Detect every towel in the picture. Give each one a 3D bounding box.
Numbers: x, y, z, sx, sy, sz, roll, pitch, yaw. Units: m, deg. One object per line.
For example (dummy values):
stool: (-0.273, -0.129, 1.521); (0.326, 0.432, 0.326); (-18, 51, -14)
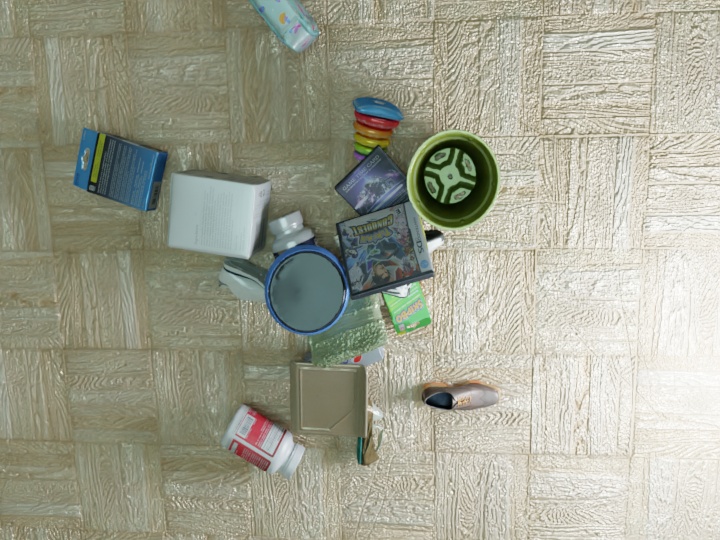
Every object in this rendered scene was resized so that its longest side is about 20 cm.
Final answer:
towel: (-0.036, 0.133, 1.511); (0.194, 0.036, 0.153); (-19, 74, 15)

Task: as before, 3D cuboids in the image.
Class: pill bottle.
pill bottle: (-0.145, -0.031, 1.530); (0.108, 0.111, 0.206); (-19, 98, 9)
pill bottle: (-0.242, 0.433, 1.626); (0.196, 0.112, 0.114); (31, 102, 0)

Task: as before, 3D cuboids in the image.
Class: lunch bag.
lunch bag: (-0.175, -0.575, 1.412); (0.076, 0.161, 0.201); (-37, 101, 16)

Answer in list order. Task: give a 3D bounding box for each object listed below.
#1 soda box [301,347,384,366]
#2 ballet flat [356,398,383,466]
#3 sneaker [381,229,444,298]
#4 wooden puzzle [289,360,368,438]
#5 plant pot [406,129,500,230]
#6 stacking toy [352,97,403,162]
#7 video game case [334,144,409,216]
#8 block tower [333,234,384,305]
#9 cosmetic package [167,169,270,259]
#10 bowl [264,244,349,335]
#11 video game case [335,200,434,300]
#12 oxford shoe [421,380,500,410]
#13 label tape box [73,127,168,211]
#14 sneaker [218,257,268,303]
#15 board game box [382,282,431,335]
soda box: (-0.042, 0.210, 1.588); (0.195, 0.064, 0.070); (-22, 100, 9)
ballet flat: (0.023, 0.388, 1.620); (0.070, 0.068, 0.207); (-6, 101, -14)
sneaker: (0.115, -0.011, 1.515); (0.195, 0.076, 0.118); (-24, 113, 3)
wooden puzzle: (-0.076, 0.309, 1.569); (0.193, 0.037, 0.192); (3, 106, 9)
plant pot: (0.199, -0.203, 1.425); (0.193, 0.184, 0.208); (1, 102, 5)
stacking toy: (0.023, -0.282, 1.482); (0.112, 0.110, 0.206); (7, 113, -10)
video game case: (0.056, -0.168, 1.491); (0.142, 0.019, 0.200); (-39, 113, 18)
block tower: (0.000, 0.000, 1.550); (0.053, 0.058, 0.205); (-20, 100, 9)
cosmetic package: (-0.324, -0.135, 1.503); (0.193, 0.165, 0.171); (9, 101, 3)
bowl: (-0.121, 0.046, 1.466); (0.193, 0.039, 0.208); (-1, 97, -6)
video game case: (0.053, -0.048, 1.459); (0.194, 0.026, 0.186); (-16, 70, 7)
oxford shoe: (0.244, 0.314, 1.573); (0.193, 0.073, 0.074); (-4, 100, 6)
label tape box: (-0.577, -0.243, 1.562); (0.194, 0.066, 0.148); (18, 102, 5)
sneaker: (-0.253, 0.042, 1.584); (0.196, 0.077, 0.082); (27, 114, 5)
board game box: (0.099, 0.046, 1.561); (0.093, 0.030, 0.206); (-19, 95, 7)
